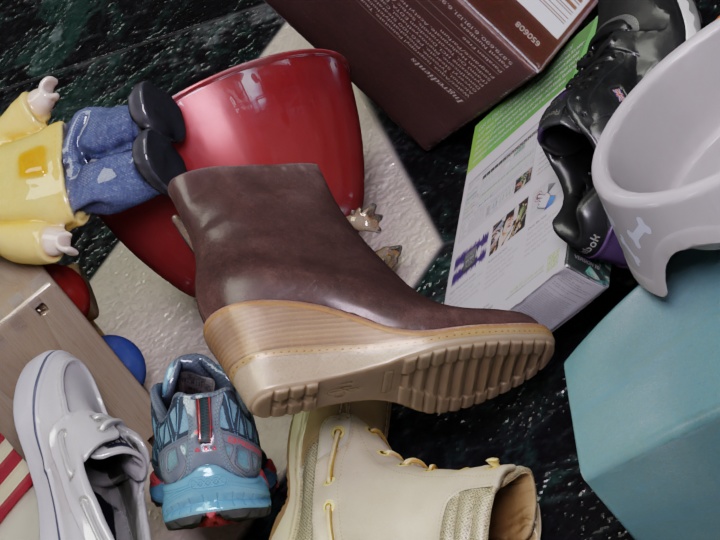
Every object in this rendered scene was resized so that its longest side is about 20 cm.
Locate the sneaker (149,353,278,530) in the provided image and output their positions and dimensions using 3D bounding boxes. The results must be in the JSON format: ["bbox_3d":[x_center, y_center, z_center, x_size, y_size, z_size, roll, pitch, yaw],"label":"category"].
[{"bbox_3d":[-0.088,0.095,1.389,0.079,0.096,0.200,-6,2,-9],"label":"sneaker"}]

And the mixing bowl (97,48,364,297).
[{"bbox_3d":[-0.073,-0.047,1.534,0.200,0.200,0.109,-29,76,9],"label":"mixing bowl"}]

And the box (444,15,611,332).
[{"bbox_3d":[0.108,-0.042,1.417,0.144,0.036,0.200,-41,31,48],"label":"box"}]

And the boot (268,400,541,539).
[{"bbox_3d":[0.031,0.120,1.333,0.155,0.073,0.200,-12,45,30],"label":"boot"}]

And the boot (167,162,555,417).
[{"bbox_3d":[0.000,0.000,1.329,0.199,0.072,0.167,-5,53,-21],"label":"boot"}]

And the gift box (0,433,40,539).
[{"bbox_3d":[-0.287,0.176,1.360,0.200,0.185,0.187,-41,6,39],"label":"gift box"}]

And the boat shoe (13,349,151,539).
[{"bbox_3d":[-0.155,0.121,1.385,0.065,0.074,0.200,-36,50,22],"label":"boat shoe"}]

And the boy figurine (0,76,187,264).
[{"bbox_3d":[-0.205,-0.062,1.447,0.200,0.064,0.125,-13,66,21],"label":"boy figurine"}]

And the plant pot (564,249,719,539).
[{"bbox_3d":[0.216,0.062,1.203,0.200,0.141,0.142,-28,36,19],"label":"plant pot"}]

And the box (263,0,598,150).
[{"bbox_3d":[0.066,-0.211,1.526,0.166,0.164,0.200,-51,7,-22],"label":"box"}]

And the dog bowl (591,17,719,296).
[{"bbox_3d":[0.206,-0.074,1.194,0.200,0.059,0.200,-33,22,15],"label":"dog bowl"}]

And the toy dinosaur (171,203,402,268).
[{"bbox_3d":[-0.042,0.013,1.445,0.135,0.200,0.086,-23,67,55],"label":"toy dinosaur"}]

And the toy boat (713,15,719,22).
[{"bbox_3d":[0.241,-0.103,1.362,0.200,0.131,0.131,5,52,41],"label":"toy boat"}]

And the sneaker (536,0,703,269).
[{"bbox_3d":[0.145,-0.098,1.327,0.076,0.087,0.200,135,139,-53],"label":"sneaker"}]

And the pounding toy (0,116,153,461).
[{"bbox_3d":[-0.224,0.025,1.548,0.142,0.184,0.200,-39,36,-5],"label":"pounding toy"}]
